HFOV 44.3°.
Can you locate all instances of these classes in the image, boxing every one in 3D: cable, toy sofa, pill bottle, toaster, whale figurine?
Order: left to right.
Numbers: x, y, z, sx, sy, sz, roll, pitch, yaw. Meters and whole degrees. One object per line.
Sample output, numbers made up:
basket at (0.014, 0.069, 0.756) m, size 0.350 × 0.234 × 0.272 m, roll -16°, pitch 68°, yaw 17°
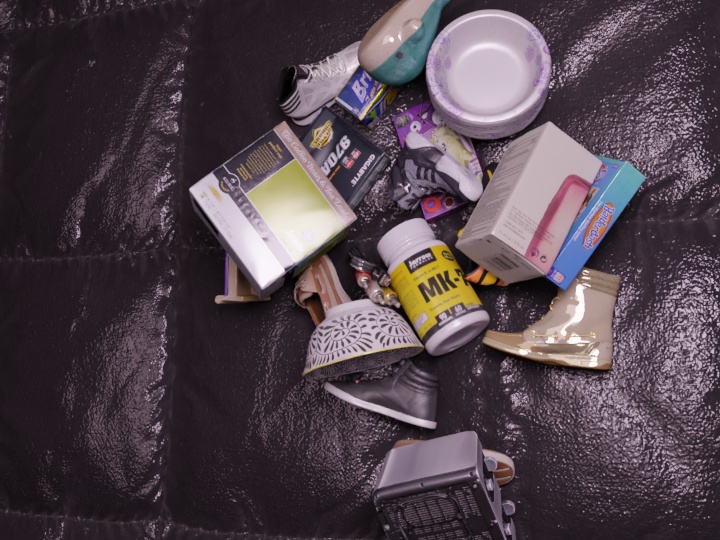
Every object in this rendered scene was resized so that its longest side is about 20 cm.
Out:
toy sofa at (-0.221, -0.042, 1.575) m, size 0.097 × 0.083 × 0.203 m, roll 1°, pitch 91°, yaw 31°
cable at (0.000, 0.000, 1.442) m, size 0.051 × 0.097 × 0.200 m, roll -54°, pitch 26°, yaw 2°
whale figurine at (0.088, -0.389, 1.451) m, size 0.200 × 0.159 × 0.104 m, roll -46°, pitch 109°, yaw 4°
pill bottle at (0.112, 0.024, 1.425) m, size 0.114 × 0.114 × 0.201 m, roll -35°, pitch 69°, yaw 13°
toaster at (0.122, 0.357, 1.313) m, size 0.198 × 0.119 × 0.182 m, roll -18°, pitch 109°, yaw 20°

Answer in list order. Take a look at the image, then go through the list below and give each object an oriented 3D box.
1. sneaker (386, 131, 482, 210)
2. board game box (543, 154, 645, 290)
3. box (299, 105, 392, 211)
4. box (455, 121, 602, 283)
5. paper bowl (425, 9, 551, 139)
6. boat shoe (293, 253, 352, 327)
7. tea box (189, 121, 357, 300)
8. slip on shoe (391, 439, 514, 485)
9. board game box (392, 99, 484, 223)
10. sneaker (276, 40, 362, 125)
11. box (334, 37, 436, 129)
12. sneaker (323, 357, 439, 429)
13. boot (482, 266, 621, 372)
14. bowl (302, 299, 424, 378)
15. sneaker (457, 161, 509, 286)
sneaker at (0.114, -0.137, 1.437) m, size 0.114 × 0.075 × 0.200 m, roll -55°, pitch 43°, yaw 13°
board game box at (0.325, -0.078, 1.339) m, size 0.045 × 0.152 × 0.201 m, roll 33°, pitch 96°, yaw -14°
box at (-0.063, -0.167, 1.574) m, size 0.159 × 0.046 × 0.201 m, roll 41°, pitch 98°, yaw 25°
box at (0.249, -0.097, 1.315) m, size 0.108 × 0.128 × 0.201 m, roll 33°, pitch 74°, yaw -12°
paper bowl at (0.209, -0.311, 1.442) m, size 0.198 × 0.104 × 0.203 m, roll -3°, pitch 74°, yaw 10°
boat shoe at (-0.078, 0.030, 1.515) m, size 0.201 × 0.071 × 0.076 m, roll 56°, pitch 143°, yaw 23°
tea box at (-0.143, -0.095, 1.449) m, size 0.196 × 0.134 × 0.201 m, roll -36°, pitch 86°, yaw -11°
slip on shoe at (0.142, 0.297, 1.389) m, size 0.198 × 0.077 × 0.061 m, roll -6°, pitch 35°, yaw 14°
board game box at (0.138, -0.195, 1.506) m, size 0.119 × 0.032 × 0.202 m, roll -25°, pitch 71°, yaw 22°
sneaker at (-0.066, -0.346, 1.573) m, size 0.200 × 0.115 × 0.076 m, roll -40°, pitch 67°, yaw 11°
box at (0.045, -0.353, 1.554) m, size 0.070 × 0.064 × 0.201 m, roll 39°, pitch 95°, yaw 20°
sneaker at (0.042, 0.185, 1.452) m, size 0.198 × 0.071 × 0.100 m, roll 14°, pitch 84°, yaw 19°
boot at (0.294, 0.066, 1.361) m, size 0.198 × 0.073 × 0.157 m, roll 7°, pitch 83°, yaw 22°
bowl at (-0.005, 0.103, 1.410) m, size 0.199 × 0.200 × 0.095 m, roll -18°, pitch 76°, yaw 19°
sneaker at (0.197, -0.076, 1.399) m, size 0.089 × 0.070 × 0.203 m, roll 2°, pitch 81°, yaw -19°
